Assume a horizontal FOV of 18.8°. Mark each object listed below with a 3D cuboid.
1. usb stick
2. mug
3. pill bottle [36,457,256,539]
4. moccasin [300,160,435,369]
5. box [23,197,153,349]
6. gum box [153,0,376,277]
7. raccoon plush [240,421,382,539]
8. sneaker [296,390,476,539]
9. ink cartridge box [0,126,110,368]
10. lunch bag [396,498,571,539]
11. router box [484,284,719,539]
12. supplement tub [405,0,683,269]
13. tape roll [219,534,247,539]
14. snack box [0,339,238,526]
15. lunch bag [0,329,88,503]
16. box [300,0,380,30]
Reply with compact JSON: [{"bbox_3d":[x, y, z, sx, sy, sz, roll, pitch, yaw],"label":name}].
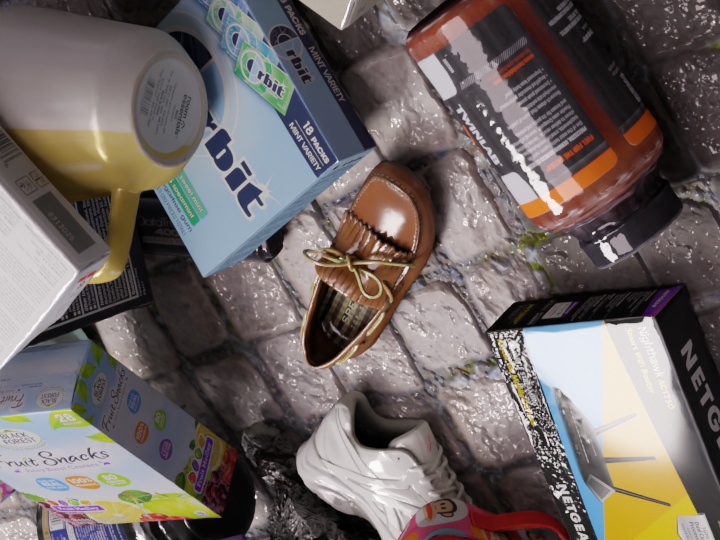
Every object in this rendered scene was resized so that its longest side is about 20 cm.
[{"bbox_3d":[-0.145,-0.037,1.736,0.199,0.033,0.056,5,113,38],"label":"usb stick"},{"bbox_3d":[-0.189,-0.101,1.581,0.152,0.149,0.188,4,119,36],"label":"mug"},{"bbox_3d":[-0.186,0.210,1.894,0.199,0.112,0.112,-16,109,46],"label":"pill bottle"},{"bbox_3d":[-0.001,-0.001,1.608,0.074,0.078,0.202,40,138,8],"label":"moccasin"},{"bbox_3d":[-0.290,-0.041,1.698,0.123,0.198,0.202,-6,100,41],"label":"box"},{"bbox_3d":[-0.096,-0.113,1.604,0.200,0.044,0.171,-37,81,47],"label":"gum box"},{"bbox_3d":[-0.046,0.235,1.783,0.200,0.096,0.135,55,129,51],"label":"raccoon plush"},{"bbox_3d":[0.044,0.170,1.703,0.199,0.078,0.100,33,126,9],"label":"sneaker"},{"bbox_3d":[-0.288,-0.008,1.572,0.162,0.050,0.200,47,130,4],"label":"ink cartridge box"},{"bbox_3d":[0.109,0.263,1.655,0.199,0.082,0.177,24,112,-13],"label":"lunch bag"},{"bbox_3d":[0.191,0.112,1.550,0.148,0.051,0.201,-7,115,41],"label":"router box"},{"bbox_3d":[0.124,-0.101,1.409,0.201,0.107,0.107,54,138,-6],"label":"supplement tub"},{"bbox_3d":[-0.100,0.320,1.769,0.065,0.200,0.202,-14,118,0],"label":"tape roll"},{"bbox_3d":[-0.224,0.135,1.740,0.168,0.068,0.200,-8,145,35],"label":"snack box"},{"bbox_3d":[-0.330,0.091,1.882,0.200,0.170,0.122,46,146,2],"label":"lunch bag"},{"bbox_3d":[-0.061,-0.259,1.474,0.199,0.068,0.082,37,137,11],"label":"box"}]
